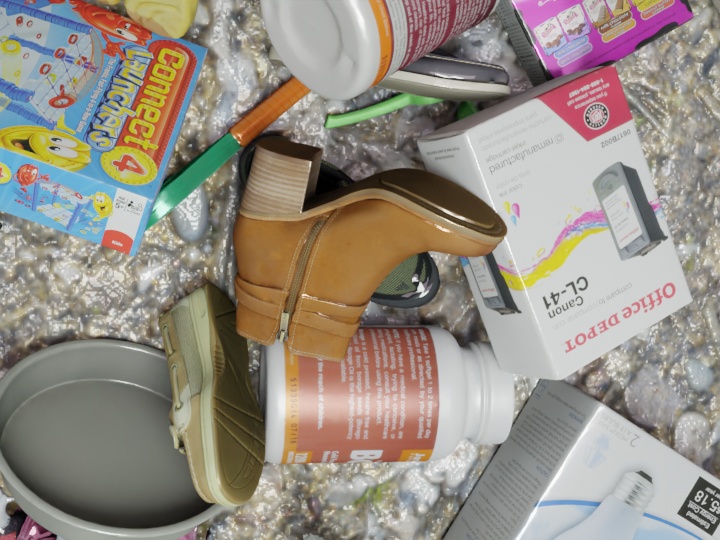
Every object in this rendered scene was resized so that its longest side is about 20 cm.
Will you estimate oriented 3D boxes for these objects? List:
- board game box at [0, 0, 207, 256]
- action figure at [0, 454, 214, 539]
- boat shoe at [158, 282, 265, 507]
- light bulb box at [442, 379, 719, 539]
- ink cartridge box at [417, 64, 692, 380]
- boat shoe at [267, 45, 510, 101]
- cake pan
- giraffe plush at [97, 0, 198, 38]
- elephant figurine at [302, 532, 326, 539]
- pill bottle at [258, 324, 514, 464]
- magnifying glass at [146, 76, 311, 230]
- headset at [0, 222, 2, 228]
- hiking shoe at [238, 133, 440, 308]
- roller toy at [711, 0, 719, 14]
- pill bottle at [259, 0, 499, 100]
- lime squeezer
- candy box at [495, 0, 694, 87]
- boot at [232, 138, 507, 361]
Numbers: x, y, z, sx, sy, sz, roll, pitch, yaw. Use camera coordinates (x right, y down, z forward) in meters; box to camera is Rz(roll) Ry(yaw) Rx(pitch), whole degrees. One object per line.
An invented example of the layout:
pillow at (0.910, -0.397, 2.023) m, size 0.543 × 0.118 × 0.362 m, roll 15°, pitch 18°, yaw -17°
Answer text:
board game box at (-0.227, -0.123, 0.784) m, size 0.195 × 0.201 × 0.056 m, roll 19°, pitch 131°, yaw -11°
action figure at (-0.221, 0.200, 0.883) m, size 0.199 × 0.134 × 0.150 m, roll -8°, pitch 125°, yaw -9°
boat shoe at (-0.122, 0.098, 0.834) m, size 0.063 × 0.201 × 0.073 m, roll -27°, pitch 139°, yaw 14°
light bulb box at (0.202, 0.230, 0.928) m, size 0.198 × 0.125 × 0.201 m, roll 32°, pitch 90°, yaw -11°
ink cartridge box at (0.152, -0.038, 0.839) m, size 0.147 × 0.086 × 0.201 m, roll -26°, pitch 100°, yaw -21°
boat shoe at (0.025, -0.177, 0.856) m, size 0.199 × 0.073 × 0.063 m, roll 13°, pitch 91°, yaw 14°
cake pan at (-0.186, 0.133, 0.832) m, size 0.199 × 0.201 × 0.037 m, roll 17°, pitch 124°, yaw -11°
giraffe plush at (-0.132, -0.299, 0.802) m, size 0.173 × 0.199 × 0.163 m, roll 45°, pitch 52°, yaw -31°
elephant figurine at (-0.071, 0.328, 0.901) m, size 0.199 × 0.141 × 0.156 m, roll -27°, pitch 71°, yaw 11°
pill bottle at (0.019, 0.101, 0.889) m, size 0.199 × 0.112 × 0.113 m, roll 1°, pitch 96°, yaw -9°
magnifying glass at (-0.117, -0.090, 0.871) m, size 0.200 × 0.080 × 0.022 m, roll -44°, pitch 103°, yaw -13°
headset at (-0.322, -0.052, 0.826) m, size 0.199 × 0.094 × 0.124 m, roll -19°, pitch 99°, yaw 2°
hiking shoe at (-0.015, -0.031, 0.874) m, size 0.200 × 0.101 × 0.076 m, roll 37°, pitch 91°, yaw -11°
roller toy at (0.356, -0.268, 0.867) m, size 0.139 × 0.200 × 0.183 m, roll -23°, pitch 86°, yaw -5°
pill bottle at (0.034, -0.215, 0.791) m, size 0.200 × 0.114 × 0.115 m, roll -35°, pitch 102°, yaw -30°
lime squeezer at (0.075, -0.122, 0.911) m, size 0.199 × 0.038 × 0.071 m, roll 17°, pitch 94°, yaw -11°
candy box at (0.167, -0.265, 0.897) m, size 0.136 × 0.061 × 0.201 m, roll -29°, pitch 101°, yaw -3°
boot at (0.000, 0.000, 0.796) m, size 0.199 × 0.074 × 0.156 m, roll 18°, pitch 113°, yaw 17°
